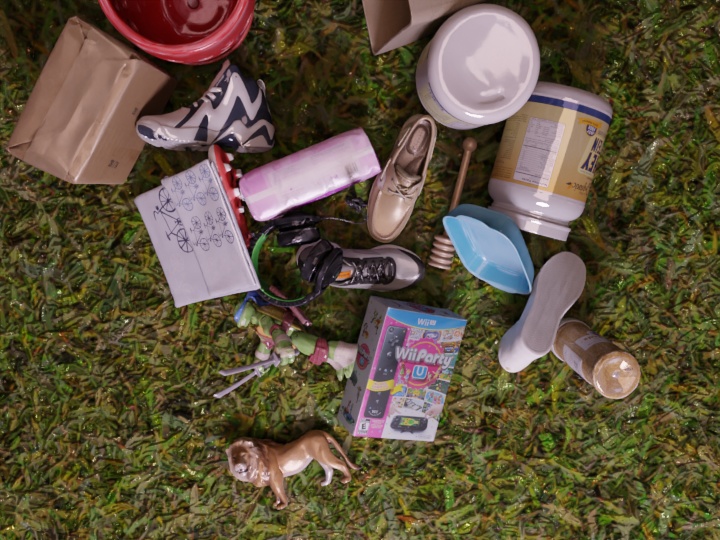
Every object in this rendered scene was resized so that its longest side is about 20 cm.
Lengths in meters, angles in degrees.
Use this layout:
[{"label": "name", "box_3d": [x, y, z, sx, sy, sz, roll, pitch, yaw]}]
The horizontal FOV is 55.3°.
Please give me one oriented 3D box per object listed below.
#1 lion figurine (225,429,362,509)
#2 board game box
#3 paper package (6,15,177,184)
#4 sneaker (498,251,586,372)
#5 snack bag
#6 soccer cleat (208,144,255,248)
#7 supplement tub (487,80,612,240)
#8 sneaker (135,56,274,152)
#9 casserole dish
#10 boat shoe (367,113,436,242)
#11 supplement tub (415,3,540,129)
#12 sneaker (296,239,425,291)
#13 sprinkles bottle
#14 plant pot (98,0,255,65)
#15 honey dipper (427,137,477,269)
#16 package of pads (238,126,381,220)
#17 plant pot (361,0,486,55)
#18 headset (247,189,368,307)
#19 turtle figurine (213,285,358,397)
[{"label": "lion figurine", "box_3d": [-0.106, 0.299, 1.093, 0.198, 0.072, 0.124, -19, 86, -13]}, {"label": "board game box", "box_3d": [0.064, 0.152, 1.049, 0.146, 0.064, 0.203, 10, 99, -27]}, {"label": "paper package", "box_3d": [-0.355, -0.217, 0.930, 0.103, 0.200, 0.192, 30, 96, -6]}, {"label": "sneaker", "box_3d": [0.273, 0.066, 1.062, 0.073, 0.116, 0.201, 35, 60, 5]}, {"label": "snack bag", "box_3d": [-0.244, -0.046, 0.991, 0.198, 0.021, 0.191, -12, 103, 38]}, {"label": "soccer cleat", "box_3d": [-0.205, -0.084, 0.997, 0.084, 0.069, 0.202, -8, 127, 1]}, {"label": "supplement tub", "box_3d": [0.266, -0.155, 0.990, 0.142, 0.144, 0.203, 14, 98, -4]}, {"label": "sneaker", "box_3d": [-0.219, -0.241, 0.979, 0.196, 0.079, 0.132, -1, 90, -20]}, {"label": "casserole dish", "box_3d": [0.193, -0.034, 0.998, 0.120, 0.200, 0.039, 22, 70, 36]}, {"label": "boat shoe", "box_3d": [0.062, -0.136, 1.025, 0.071, 0.065, 0.202, 22, 99, -5]}, {"label": "supplement tub", "box_3d": [0.152, -0.270, 0.940, 0.143, 0.200, 0.147, 0, 99, -2]}, {"label": "sneaker", "box_3d": [0.000, 0.000, 1.035, 0.197, 0.079, 0.075, 4, 106, -3]}, {"label": "sprinkles bottle", "box_3d": [0.337, 0.124, 1.007, 0.067, 0.200, 0.069, 0, 99, -2]}, {"label": "plant pot", "box_3d": [-0.232, -0.378, 0.919, 0.197, 0.183, 0.204, 0, 98, -1]}, {"label": "honey dipper", "box_3d": [0.143, -0.104, 1.050, 0.037, 0.038, 0.203, 12, 96, -4]}, {"label": "package of pads", "box_3d": [-0.071, -0.138, 0.993, 0.198, 0.121, 0.077, -22, 98, 2]}, {"label": "plant pot", "box_3d": [0.102, -0.427, 0.926, 0.175, 0.200, 0.203, -14, 99, -11]}, {"label": "headset", "box_3d": [-0.072, -0.034, 0.951, 0.199, 0.094, 0.124, -37, 83, 7]}, {"label": "turtle figurine", "box_3d": [-0.112, 0.138, 1.026, 0.191, 0.201, 0.145, 17, 132, -9]}]
